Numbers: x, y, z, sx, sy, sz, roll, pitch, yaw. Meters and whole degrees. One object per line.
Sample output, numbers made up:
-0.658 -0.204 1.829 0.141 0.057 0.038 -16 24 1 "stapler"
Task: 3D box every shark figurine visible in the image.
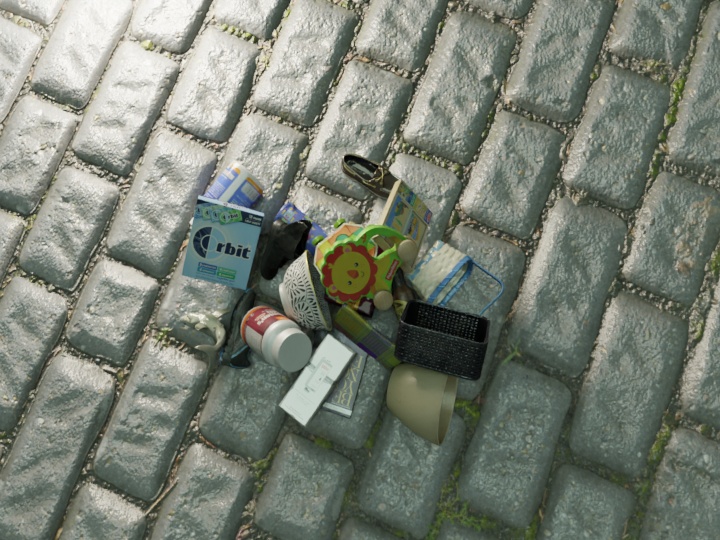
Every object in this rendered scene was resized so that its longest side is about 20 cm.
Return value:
-0.369 0.175 1.391 0.125 0.214 0.092 -13 121 -26 "shark figurine"

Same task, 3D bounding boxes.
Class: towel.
0.017 0.159 1.329 0.198 0.144 0.023 39 63 1 "towel"

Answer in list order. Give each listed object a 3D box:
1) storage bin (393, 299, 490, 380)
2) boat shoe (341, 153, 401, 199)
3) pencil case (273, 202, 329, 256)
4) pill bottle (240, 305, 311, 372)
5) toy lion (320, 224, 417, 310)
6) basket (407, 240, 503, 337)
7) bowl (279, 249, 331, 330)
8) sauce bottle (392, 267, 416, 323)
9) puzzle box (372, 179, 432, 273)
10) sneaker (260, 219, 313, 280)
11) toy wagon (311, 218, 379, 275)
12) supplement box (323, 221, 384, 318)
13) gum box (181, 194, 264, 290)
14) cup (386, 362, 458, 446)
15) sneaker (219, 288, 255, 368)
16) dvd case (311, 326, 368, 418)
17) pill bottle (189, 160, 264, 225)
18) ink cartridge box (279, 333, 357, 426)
0.183 0.152 1.232 0.195 0.135 0.096 14 113 12 "storage bin"
0.037 -0.248 1.450 0.196 0.060 0.073 28 83 8 "boat shoe"
-0.130 -0.090 1.427 0.198 0.087 0.079 38 110 10 "pencil case"
-0.201 0.161 1.309 0.107 0.198 0.113 -10 107 -34 "pill bottle"
0.009 -0.014 1.259 0.188 0.069 0.204 25 101 -13 "toy lion"
0.226 0.039 1.342 0.176 0.139 0.200 -44 64 -2 "basket"
-0.141 0.062 1.340 0.092 0.201 0.206 -17 80 1 "bowl"
0.115 0.093 1.387 0.063 0.065 0.205 -18 78 1 "sauce bottle"
0.108 -0.111 1.362 0.133 0.025 0.203 42 51 -25 "puzzle box"
-0.186 -0.047 1.386 0.103 0.060 0.204 28 117 22 "sneaker"
-0.019 -0.051 1.327 0.198 0.040 0.156 -38 79 -2 "toy wagon"
0.000 0.000 1.390 0.128 0.103 0.205 18 83 6 "supplement box"
-0.346 -0.068 1.389 0.165 0.045 0.205 14 106 -15 "gum box"
0.142 0.291 1.298 0.139 0.200 0.206 8 81 20 "cup"
-0.298 0.150 1.414 0.080 0.073 0.206 18 82 -17 "sneaker"
-0.066 0.252 1.397 0.145 0.016 0.205 16 82 6 "dvd case"
-0.352 -0.176 1.441 0.111 0.112 0.201 39 86 9 "pill bottle"
-0.096 0.257 1.315 0.082 0.147 0.202 34 84 6 "ink cartridge box"
